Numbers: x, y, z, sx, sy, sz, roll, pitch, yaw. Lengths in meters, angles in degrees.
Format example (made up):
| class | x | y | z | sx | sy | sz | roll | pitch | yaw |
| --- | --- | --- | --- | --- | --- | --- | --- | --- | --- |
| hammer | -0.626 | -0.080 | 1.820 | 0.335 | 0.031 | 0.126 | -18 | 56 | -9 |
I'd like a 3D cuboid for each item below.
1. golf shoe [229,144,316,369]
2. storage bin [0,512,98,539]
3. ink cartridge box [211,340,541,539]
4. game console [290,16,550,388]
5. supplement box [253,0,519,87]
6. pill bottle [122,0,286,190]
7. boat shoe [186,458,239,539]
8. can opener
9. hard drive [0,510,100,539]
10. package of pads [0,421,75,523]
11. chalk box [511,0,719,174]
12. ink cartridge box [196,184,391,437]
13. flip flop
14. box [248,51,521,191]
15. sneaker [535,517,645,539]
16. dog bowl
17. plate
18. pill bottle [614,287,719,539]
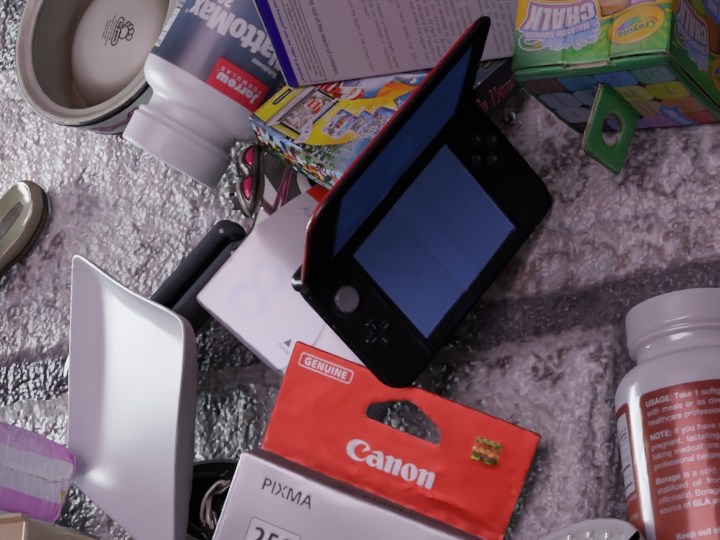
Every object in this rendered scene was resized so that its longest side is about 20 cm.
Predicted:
| class | x | y | z | sx | sy | sz | roll | pitch | yaw |
| --- | --- | --- | --- | --- | --- | --- | --- | --- | --- |
| golf shoe | -0.054 | -0.017 | 1.346 | 0.087 | 0.077 | 0.202 | -15 | 65 | 24 |
| storage bin | -0.270 | 0.261 | 1.315 | 0.197 | 0.200 | 0.095 | -11 | 66 | 31 |
| ink cartridge box | 0.008 | 0.165 | 1.198 | 0.198 | 0.044 | 0.175 | 20 | 94 | 13 |
| game console | 0.054 | -0.042 | 1.167 | 0.200 | 0.173 | 0.118 | -49 | 20 | -20 |
| supplement box | 0.031 | -0.219 | 1.272 | 0.198 | 0.104 | 0.102 | -6 | 47 | 15 |
| pill bottle | -0.110 | -0.175 | 1.408 | 0.119 | 0.119 | 0.201 | 29 | 90 | 38 |
| boat shoe | -0.088 | 0.181 | 1.304 | 0.199 | 0.064 | 0.071 | 5 | 76 | 36 |
| can opener | -0.171 | 0.037 | 1.409 | 0.200 | 0.067 | 0.054 | -47 | 51 | 21 |
| hard drive | -0.335 | 0.228 | 1.415 | 0.199 | 0.132 | 0.027 | -8 | 68 | 32 |
| package of pads | -0.346 | 0.173 | 1.428 | 0.199 | 0.120 | 0.076 | -12 | 59 | 43 |
| chalk box | 0.190 | -0.172 | 1.199 | 0.123 | 0.124 | 0.202 | -3 | 73 | 32 |
| ink cartridge box | 0.000 | 0.000 | 1.272 | 0.160 | 0.047 | 0.200 | 40 | 88 | 17 |
| flip flop | -0.364 | -0.003 | 1.565 | 0.200 | 0.057 | 0.081 | -50 | 53 | 9 |
| box | 0.031 | -0.140 | 1.299 | 0.200 | 0.038 | 0.136 | -42 | 50 | -18 |
| sneaker | 0.142 | 0.247 | 1.079 | 0.200 | 0.080 | 0.147 | -28 | 96 | 50 |
| dog bowl | -0.215 | -0.212 | 1.527 | 0.199 | 0.074 | 0.202 | -13 | 66 | 30 |
| plate | -0.178 | 0.105 | 1.337 | 0.199 | 0.032 | 0.202 | 25 | 116 | 53 |
| pill bottle | 0.223 | 0.120 | 1.081 | 0.111 | 0.112 | 0.202 | -16 | 65 | 29 |
